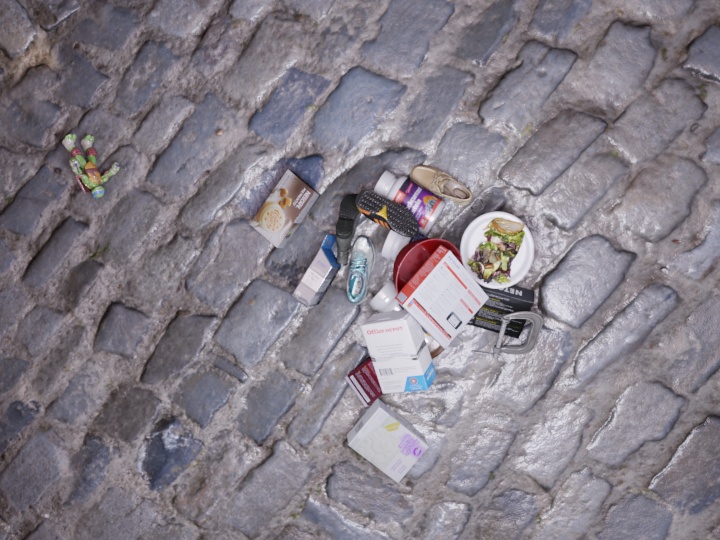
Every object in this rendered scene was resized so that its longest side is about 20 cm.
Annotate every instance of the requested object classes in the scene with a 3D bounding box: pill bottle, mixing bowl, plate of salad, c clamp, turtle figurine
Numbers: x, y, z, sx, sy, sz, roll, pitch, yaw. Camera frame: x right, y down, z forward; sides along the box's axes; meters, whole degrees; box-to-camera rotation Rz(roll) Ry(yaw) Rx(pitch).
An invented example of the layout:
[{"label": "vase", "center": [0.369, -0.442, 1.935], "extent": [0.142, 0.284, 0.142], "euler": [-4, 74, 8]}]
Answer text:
[{"label": "pill bottle", "center": [0.137, -0.199, 1.572], "extent": [0.197, 0.111, 0.113], "euler": [33, 95, 7]}, {"label": "pill bottle", "center": [0.124, 0.132, 1.545], "extent": [0.116, 0.116, 0.200], "euler": [-45, 84, 6]}, {"label": "mixing bowl", "center": [0.159, 0.000, 1.440], "extent": [0.194, 0.108, 0.206], "euler": [-8, 112, -21]}, {"label": "plate of salad", "center": [0.363, -0.055, 1.459], "extent": [0.193, 0.048, 0.207], "euler": [0, 88, 10]}, {"label": "c clamp", "center": [0.414, 0.182, 1.521], "extent": [0.165, 0.028, 0.204], "euler": [9, 132, 0]}, {"label": "turtle figurine", "center": [-0.832, -0.345, 1.711], "extent": [0.142, 0.200, 0.197], "euler": [-27, 81, -26]}, {"label": "pill bottle", "center": [0.164, -0.043, 1.567], "extent": [0.196, 0.116, 0.118], "euler": [27, 94, 7]}]

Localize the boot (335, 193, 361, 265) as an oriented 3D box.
[{"label": "boot", "center": [-0.038, -0.121, 1.611], "extent": [0.066, 0.203, 0.133], "euler": [13, 137, 7]}]

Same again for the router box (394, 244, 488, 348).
[{"label": "router box", "center": [0.211, 0.071, 1.400], "extent": [0.180, 0.049, 0.200], "euler": [-47, 121, -2]}]

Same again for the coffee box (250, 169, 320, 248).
[{"label": "coffee box", "center": [-0.223, -0.183, 1.645], "extent": [0.114, 0.080, 0.202], "euler": [38, 96, 6]}]

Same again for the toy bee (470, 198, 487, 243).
[{"label": "toy bee", "center": [0.359, -0.080, 1.539], "extent": [0.106, 0.130, 0.205], "euler": [13, 102, -35]}]

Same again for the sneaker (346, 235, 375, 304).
[{"label": "sneaker", "center": [0.000, 0.000, 1.608], "extent": [0.075, 0.086, 0.207], "euler": [6, 92, 8]}]

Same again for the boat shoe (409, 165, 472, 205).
[{"label": "boat shoe", "center": [0.234, -0.252, 1.580], "extent": [0.195, 0.064, 0.073], "euler": [24, 94, 8]}]

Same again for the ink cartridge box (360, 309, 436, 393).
[{"label": "ink cartridge box", "center": [0.103, 0.215, 1.469], "extent": [0.143, 0.084, 0.206], "euler": [-11, 103, 32]}]

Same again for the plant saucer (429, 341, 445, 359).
[{"label": "plant saucer", "center": [0.175, 0.163, 1.610], "extent": [0.193, 0.032, 0.207], "euler": [0, 90, 9]}]

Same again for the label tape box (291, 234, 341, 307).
[{"label": "label tape box", "center": [-0.109, 0.002, 1.596], "extent": [0.062, 0.144, 0.203], "euler": [32, 95, 7]}]

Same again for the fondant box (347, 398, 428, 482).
[{"label": "fondant box", "center": [0.079, 0.492, 1.585], "extent": [0.199, 0.058, 0.145], "euler": [39, 96, -14]}]

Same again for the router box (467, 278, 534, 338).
[{"label": "router box", "center": [0.367, 0.099, 1.526], "extent": [0.194, 0.052, 0.152], "euler": [15, 134, 8]}]

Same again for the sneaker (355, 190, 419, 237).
[{"label": "sneaker", "center": [0.076, -0.155, 1.536], "extent": [0.196, 0.090, 0.071], "euler": [30, 84, 3]}]

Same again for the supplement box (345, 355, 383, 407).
[{"label": "supplement box", "center": [0.062, 0.291, 1.597], "extent": [0.199, 0.061, 0.110], "euler": [-39, 85, 19]}]
